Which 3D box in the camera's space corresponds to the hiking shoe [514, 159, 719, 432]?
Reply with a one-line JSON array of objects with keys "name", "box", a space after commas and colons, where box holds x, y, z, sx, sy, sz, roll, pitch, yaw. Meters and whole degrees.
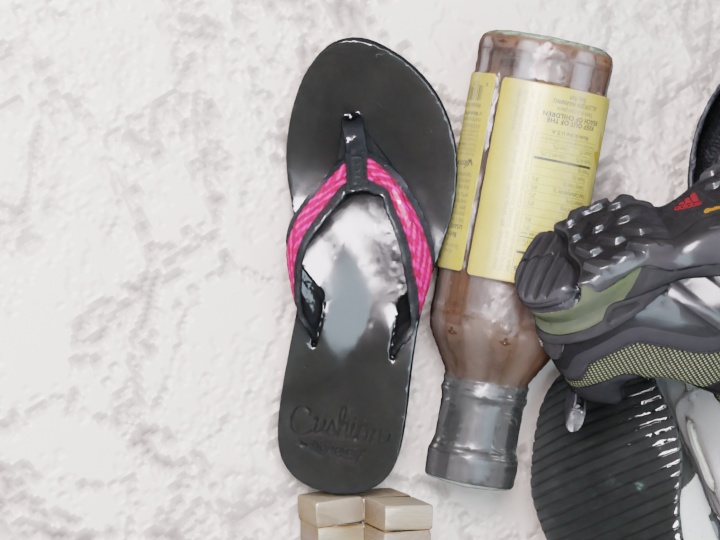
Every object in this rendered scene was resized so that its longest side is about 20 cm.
[{"name": "hiking shoe", "box": [0.171, 0.005, 1.156, 0.200, 0.076, 0.101, -15, 124, 6]}]

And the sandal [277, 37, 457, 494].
[{"name": "sandal", "box": [0.000, 0.000, 1.164, 0.075, 0.045, 0.200, 5, 95, 6]}]

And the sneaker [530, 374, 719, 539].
[{"name": "sneaker", "box": [0.134, 0.137, 1.223, 0.074, 0.089, 0.200, -21, 69, 15]}]

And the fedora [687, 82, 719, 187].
[{"name": "fedora", "box": [0.248, -0.023, 1.221, 0.201, 0.092, 0.201, 11, 70, -31]}]

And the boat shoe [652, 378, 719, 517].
[{"name": "boat shoe", "box": [0.178, 0.071, 1.244, 0.072, 0.066, 0.200, -18, 102, -20]}]

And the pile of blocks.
[{"name": "pile of blocks", "box": [0.050, 0.170, 1.204, 0.200, 0.062, 0.082, 38, 81, -20]}]

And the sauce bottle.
[{"name": "sauce bottle", "box": [0.065, -0.004, 1.194, 0.065, 0.065, 0.200, 11, 93, -23]}]
